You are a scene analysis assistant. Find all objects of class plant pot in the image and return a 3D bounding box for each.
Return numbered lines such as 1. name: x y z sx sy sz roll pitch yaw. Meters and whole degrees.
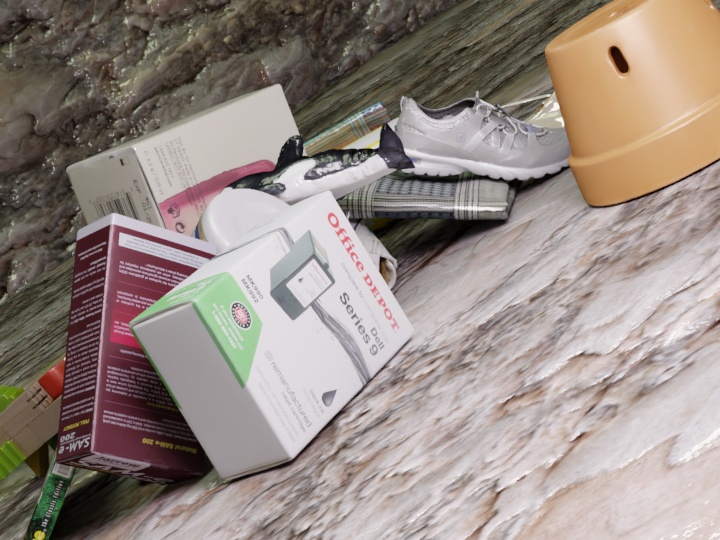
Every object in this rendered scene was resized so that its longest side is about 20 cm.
1. plant pot: 0.253 -0.167 1.400 0.200 0.140 0.200 -29 10 6

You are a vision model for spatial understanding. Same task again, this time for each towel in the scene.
1. towel: -0.034 -0.103 1.919 0.200 0.147 0.022 -29 42 3
2. towel: 0.062 -0.090 1.620 0.192 0.035 0.200 1 16 8

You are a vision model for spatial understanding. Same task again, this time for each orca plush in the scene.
1. orca plush: -0.054 -0.098 1.479 0.200 0.071 0.105 -25 -18 31

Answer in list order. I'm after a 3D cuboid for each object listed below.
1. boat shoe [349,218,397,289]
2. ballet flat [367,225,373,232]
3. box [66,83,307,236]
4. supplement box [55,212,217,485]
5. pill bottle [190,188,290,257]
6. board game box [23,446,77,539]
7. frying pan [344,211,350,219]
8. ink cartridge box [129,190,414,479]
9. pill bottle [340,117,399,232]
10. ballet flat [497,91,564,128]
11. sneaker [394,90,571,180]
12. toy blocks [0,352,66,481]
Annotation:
1. boat shoe: 0.000 0.000 1.538 0.200 0.070 0.071 -77 6 -72
2. ballet flat: -0.063 -0.017 1.638 0.074 0.074 0.200 -22 -17 38
3. box: -0.166 -0.094 1.586 0.200 0.109 0.128 -28 11 -40
4. supplement box: -0.181 0.066 1.308 0.109 0.201 0.061 18 -26 -37
5. pill bottle: -0.125 0.032 1.448 0.200 0.111 0.111 -57 -6 35
6. board game box: -0.261 0.178 1.383 0.200 0.023 0.105 -122 55 -80
7. frying pan: -0.062 0.005 1.533 0.190 0.031 0.115 -45 15 55
8. ink cartridge box: -0.065 0.046 1.265 0.084 0.146 0.200 -22 14 40
9. pill bottle: -0.011 -0.088 1.849 0.200 0.104 0.104 -28 11 14
10. ballet flat: 0.153 -0.143 1.760 0.200 0.070 0.069 -29 11 12
11. sneaker: 0.129 -0.138 1.604 0.199 0.082 0.075 -1 19 -11
12. toy blocks: -0.297 0.117 1.629 0.137 0.100 0.200 -39 7 22
